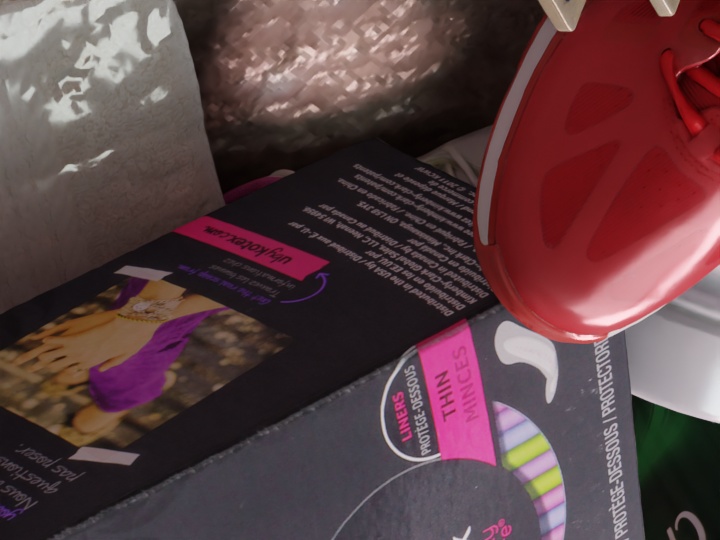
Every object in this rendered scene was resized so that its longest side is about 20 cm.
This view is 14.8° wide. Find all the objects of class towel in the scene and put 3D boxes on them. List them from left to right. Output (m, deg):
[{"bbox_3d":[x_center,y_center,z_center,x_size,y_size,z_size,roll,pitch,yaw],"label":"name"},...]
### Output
[{"bbox_3d":[-0.098,0.006,0.751,0.132,0.034,0.200,-22,123,-18],"label":"towel"}]

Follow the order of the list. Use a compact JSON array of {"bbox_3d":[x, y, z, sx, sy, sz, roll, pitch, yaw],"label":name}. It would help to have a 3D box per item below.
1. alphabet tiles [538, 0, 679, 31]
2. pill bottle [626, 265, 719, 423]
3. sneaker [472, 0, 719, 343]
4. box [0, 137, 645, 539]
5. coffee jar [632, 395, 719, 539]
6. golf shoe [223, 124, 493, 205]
[{"bbox_3d":[0.056,-0.161,0.616,0.167,0.006,0.200,53,49,-41],"label":"alphabet tiles"},{"bbox_3d":[0.123,-0.064,0.790,0.113,0.113,0.200,0,116,-41],"label":"pill bottle"},{"bbox_3d":[0.107,-0.065,0.646,0.200,0.078,0.116,-53,-170,-3],"label":"sneaker"},{"bbox_3d":[-0.034,0.066,0.724,0.200,0.106,0.123,-27,124,-27],"label":"box"},{"bbox_3d":[0.134,0.102,0.974,0.085,0.200,0.104,-1,134,-40],"label":"coffee jar"},{"bbox_3d":[0.000,0.000,0.848,0.200,0.075,0.092,-32,143,-7],"label":"golf shoe"}]
